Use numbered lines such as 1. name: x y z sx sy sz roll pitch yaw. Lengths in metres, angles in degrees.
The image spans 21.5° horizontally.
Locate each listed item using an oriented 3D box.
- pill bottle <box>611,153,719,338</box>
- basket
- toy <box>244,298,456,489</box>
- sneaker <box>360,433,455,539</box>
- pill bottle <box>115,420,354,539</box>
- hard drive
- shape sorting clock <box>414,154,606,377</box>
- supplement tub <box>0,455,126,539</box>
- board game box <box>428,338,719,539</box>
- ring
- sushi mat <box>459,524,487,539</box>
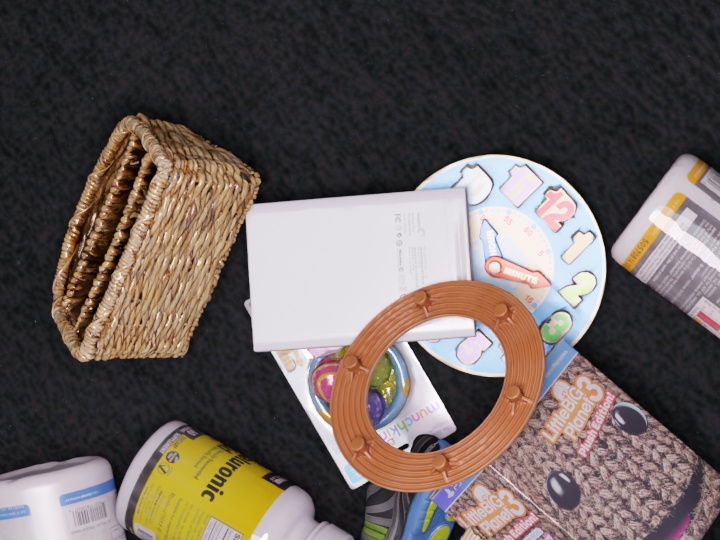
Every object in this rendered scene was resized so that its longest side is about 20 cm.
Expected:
1. pill bottle: 0.325 0.000 1.634 0.200 0.116 0.117 38 98 6
2. basket: -0.209 -0.035 1.680 0.142 0.149 0.201 33 106 28
3. toy: -0.013 0.089 1.726 0.115 0.047 0.201 -30 87 11
4. sneaker: 0.034 0.235 1.721 0.070 0.083 0.200 16 113 -33
5. pill bottle: -0.110 0.226 1.703 0.199 0.111 0.112 28 97 15
6. hard drive: 0.000 0.000 1.693 0.199 0.027 0.133 -4 86 8
7. shape sorting clock: 0.121 -0.004 1.705 0.199 0.039 0.201 0 92 9
8. supplement tub: -0.273 0.279 1.735 0.131 0.132 0.201 -10 91 9
9. board game box: 0.191 0.190 1.633 0.200 0.159 0.097 40 142 5
10. ring: 0.061 0.092 1.600 0.199 0.019 0.201 -15 54 22
11. sushi mat: 0.082 0.320 1.646 0.095 0.012 0.200 36 117 8
